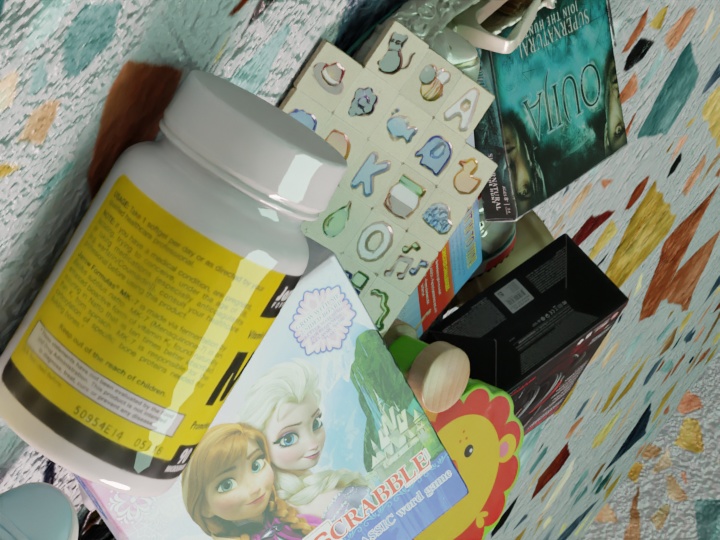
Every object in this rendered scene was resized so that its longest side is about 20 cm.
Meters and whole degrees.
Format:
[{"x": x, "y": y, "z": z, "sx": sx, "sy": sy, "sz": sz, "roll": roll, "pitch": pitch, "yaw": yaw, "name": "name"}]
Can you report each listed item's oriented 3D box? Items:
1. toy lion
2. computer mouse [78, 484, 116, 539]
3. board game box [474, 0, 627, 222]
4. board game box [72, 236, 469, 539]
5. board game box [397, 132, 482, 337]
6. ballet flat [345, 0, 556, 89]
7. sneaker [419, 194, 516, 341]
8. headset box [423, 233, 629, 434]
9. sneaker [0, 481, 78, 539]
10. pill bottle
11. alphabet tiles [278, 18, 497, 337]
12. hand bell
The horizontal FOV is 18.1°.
[{"x": 0.029, "y": 0.144, "z": 1.526, "sx": 0.200, "sy": 0.069, "sz": 0.192, "roll": -47, "pitch": 136, "yaw": -22, "name": "toy lion"}, {"x": -0.140, "y": 0.120, "z": 1.405, "sx": 0.110, "sy": 0.044, "sz": 0.200, "roll": -31, "pitch": 151, "yaw": -54, "name": "computer mouse"}, {"x": 0.132, "y": -0.126, "z": 1.607, "sx": 0.200, "sy": 0.028, "sz": 0.136, "roll": -33, "pitch": 116, "yaw": -55, "name": "board game box"}, {"x": -0.056, "y": 0.118, "z": 1.365, "sx": 0.200, "sy": 0.041, "sz": 0.200, "roll": -39, "pitch": 120, "yaw": -15, "name": "board game box"}, {"x": 0.000, "y": 0.000, "z": 1.515, "sx": 0.196, "sy": 0.056, "sz": 0.200, "roll": -49, "pitch": 157, "yaw": -22, "name": "board game box"}, {"x": 0.062, "y": -0.151, "z": 1.413, "sx": 0.200, "sy": 0.072, "sz": 0.072, "roll": -43, "pitch": 160, "yaw": -36, "name": "ballet flat"}, {"x": 0.055, "y": -0.017, "z": 1.674, "sx": 0.200, "sy": 0.070, "sz": 0.094, "roll": -43, "pitch": 153, "yaw": -39, "name": "sneaker"}, {"x": 0.101, "y": 0.082, "z": 1.715, "sx": 0.148, "sy": 0.075, "sz": 0.200, "roll": -34, "pitch": 163, "yaw": -30, "name": "headset box"}, {"x": -0.219, "y": 0.167, "z": 1.213, "sx": 0.200, "sy": 0.074, "sz": 0.082, "roll": -42, "pitch": 163, "yaw": -41, "name": "sneaker"}, {"x": -0.097, "y": 0.006, "z": 1.166, "sx": 0.200, "sy": 0.114, "sz": 0.114, "roll": -58, "pitch": 164, "yaw": 10, "name": "pill bottle"}, {"x": -0.004, "y": -0.046, "z": 1.371, "sx": 0.166, "sy": 0.006, "sz": 0.200, "roll": 32, "pitch": 94, "yaw": -40, "name": "alphabet tiles"}, {"x": 0.053, "y": 0.029, "z": 1.765, "sx": 0.200, "sy": 0.104, "sz": 0.104, "roll": -32, "pitch": 156, "yaw": -25, "name": "hand bell"}]
